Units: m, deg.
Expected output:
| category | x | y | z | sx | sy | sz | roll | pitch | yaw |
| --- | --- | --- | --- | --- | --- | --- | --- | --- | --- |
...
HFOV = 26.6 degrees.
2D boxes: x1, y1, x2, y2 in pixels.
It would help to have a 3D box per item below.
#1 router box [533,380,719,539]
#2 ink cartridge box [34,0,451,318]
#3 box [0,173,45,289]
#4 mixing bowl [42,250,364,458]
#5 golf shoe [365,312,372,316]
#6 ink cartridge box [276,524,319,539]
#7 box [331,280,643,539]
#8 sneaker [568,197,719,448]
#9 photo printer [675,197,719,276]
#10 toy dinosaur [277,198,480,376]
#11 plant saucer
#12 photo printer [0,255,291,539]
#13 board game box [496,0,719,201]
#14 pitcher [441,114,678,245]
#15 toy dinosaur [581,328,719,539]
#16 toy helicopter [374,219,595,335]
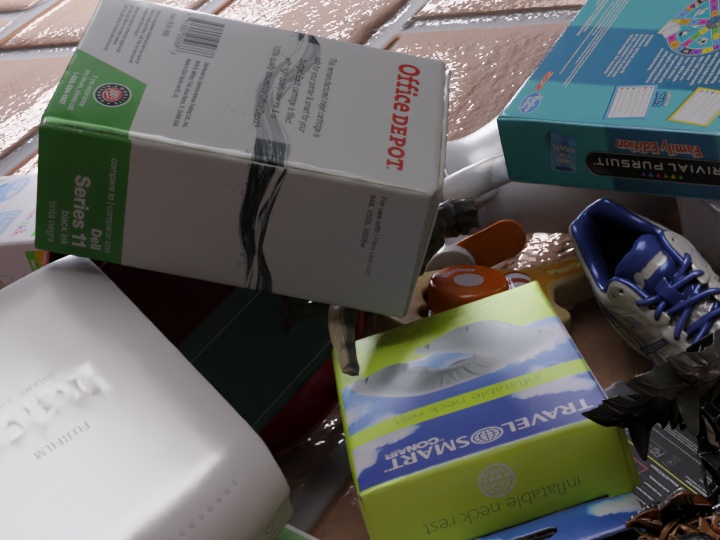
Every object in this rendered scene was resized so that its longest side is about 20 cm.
| category | x | y | z | sx | sy | sz | roll | pitch | yaw |
| --- | --- | --- | --- | --- | --- | --- | --- | --- | --- |
| router box | 0.116 | 0.143 | 0.690 | 0.149 | 0.062 | 0.200 | -23 | 28 | -16 |
| ink cartridge box | -0.058 | -0.063 | 0.810 | 0.199 | 0.083 | 0.147 | 11 | 35 | -1 |
| box | -0.241 | -0.002 | 1.105 | 0.199 | 0.102 | 0.113 | -3 | 30 | 23 |
| mixing bowl | -0.108 | 0.024 | 0.927 | 0.200 | 0.201 | 0.108 | -31 | 4 | -27 |
| golf shoe | -0.012 | -0.052 | 1.043 | 0.091 | 0.075 | 0.201 | 15 | 57 | -6 |
| ink cartridge box | -0.096 | 0.196 | 0.721 | 0.200 | 0.048 | 0.145 | -33 | 32 | -33 |
| box | 0.053 | 0.074 | 0.730 | 0.121 | 0.048 | 0.200 | -18 | 19 | 1 |
| sneaker | 0.173 | 0.027 | 0.823 | 0.075 | 0.088 | 0.200 | -45 | 33 | 0 |
| photo printer | 0.291 | -0.026 | 0.905 | 0.165 | 0.070 | 0.200 | -19 | 27 | -6 |
| toy dinosaur | 0.000 | 0.000 | 0.855 | 0.088 | 0.048 | 0.200 | -2 | 26 | 29 |
| plant saucer | -0.083 | 0.073 | 0.859 | 0.200 | 0.070 | 0.019 | -47 | 12 | -28 |
| photo printer | -0.143 | 0.098 | 0.733 | 0.166 | 0.070 | 0.200 | -31 | 53 | -23 |
| board game box | 0.201 | -0.102 | 0.882 | 0.199 | 0.047 | 0.151 | 8 | 42 | 31 |
| pitcher | 0.143 | -0.078 | 1.003 | 0.199 | 0.122 | 0.172 | -20 | 1 | 0 |
| toy dinosaur | 0.156 | 0.094 | 0.597 | 0.199 | 0.136 | 0.102 | -23 | -13 | -32 |
| toy helicopter | 0.097 | 0.012 | 0.946 | 0.199 | 0.079 | 0.132 | -15 | 26 | -28 |
